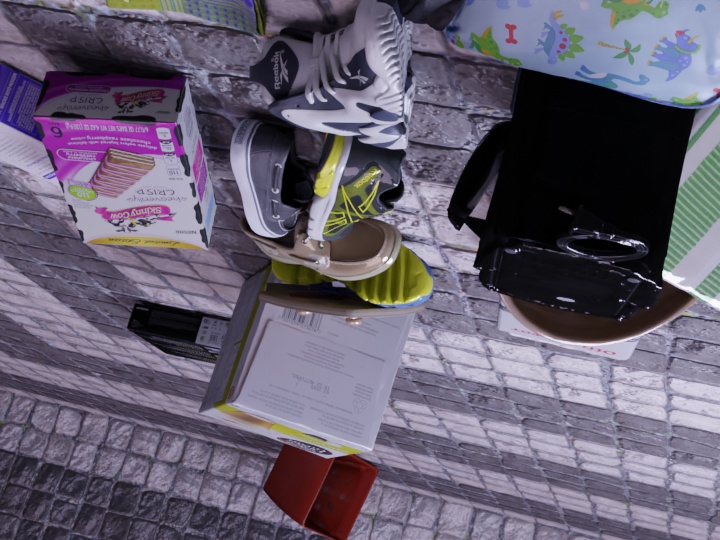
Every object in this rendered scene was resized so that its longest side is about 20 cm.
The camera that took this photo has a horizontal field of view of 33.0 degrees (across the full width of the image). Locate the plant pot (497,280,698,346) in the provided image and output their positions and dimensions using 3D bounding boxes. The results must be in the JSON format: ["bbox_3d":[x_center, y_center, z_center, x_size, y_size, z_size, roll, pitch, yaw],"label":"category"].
[{"bbox_3d":[0.189,-0.047,0.968,0.201,0.201,0.093,24,-155,-24],"label":"plant pot"}]

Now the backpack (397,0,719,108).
[{"bbox_3d":[0.134,-0.171,0.644,0.200,0.154,0.163,7,139,-12],"label":"backpack"}]

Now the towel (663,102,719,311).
[{"bbox_3d":[0.291,-0.043,0.923,0.200,0.023,0.153,25,116,-26],"label":"towel"}]

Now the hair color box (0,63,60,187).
[{"bbox_3d":[-0.315,-0.135,1.278,0.200,0.065,0.109,28,159,-29],"label":"hair color box"}]

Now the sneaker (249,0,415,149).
[{"bbox_3d":[-0.026,-0.153,0.922,0.129,0.080,0.199,6,172,5],"label":"sneaker"}]

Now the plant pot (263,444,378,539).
[{"bbox_3d":[-0.109,0.510,2.908,0.176,0.200,0.200,19,167,36],"label":"plant pot"}]

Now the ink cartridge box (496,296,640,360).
[{"bbox_3d":[0.217,0.012,1.207,0.145,0.083,0.200,14,163,9],"label":"ink cartridge box"}]

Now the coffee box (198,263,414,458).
[{"bbox_3d":[-0.076,0.124,1.628,0.200,0.200,0.198,22,162,-15],"label":"coffee box"}]

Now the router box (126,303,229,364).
[{"bbox_3d":[-0.266,0.114,2.025,0.200,0.051,0.149,10,163,20],"label":"router box"}]

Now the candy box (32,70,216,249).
[{"bbox_3d":[-0.222,-0.102,1.179,0.136,0.061,0.200,3,147,6],"label":"candy box"}]

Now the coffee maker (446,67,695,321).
[{"bbox_3d":[0.156,-0.086,0.758,0.135,0.200,0.192,18,167,-17],"label":"coffee maker"}]

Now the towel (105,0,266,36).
[{"bbox_3d":[-0.144,-0.234,0.879,0.143,0.023,0.200,14,162,7],"label":"towel"}]

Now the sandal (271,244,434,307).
[{"bbox_3d":[0.000,0.000,1.402,0.200,0.080,0.087,14,172,31],"label":"sandal"}]

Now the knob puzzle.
[{"bbox_3d":[-0.022,0.046,1.438,0.219,0.030,0.220,5,-174,0],"label":"knob puzzle"}]

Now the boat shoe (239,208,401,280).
[{"bbox_3d":[-0.047,-0.037,1.324,0.200,0.072,0.065,10,165,38],"label":"boat shoe"}]

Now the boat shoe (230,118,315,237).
[{"bbox_3d":[-0.077,-0.086,1.217,0.066,0.070,0.200,14,155,13],"label":"boat shoe"}]

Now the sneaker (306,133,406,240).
[{"bbox_3d":[-0.003,-0.070,1.169,0.085,0.075,0.200,16,163,2],"label":"sneaker"}]
